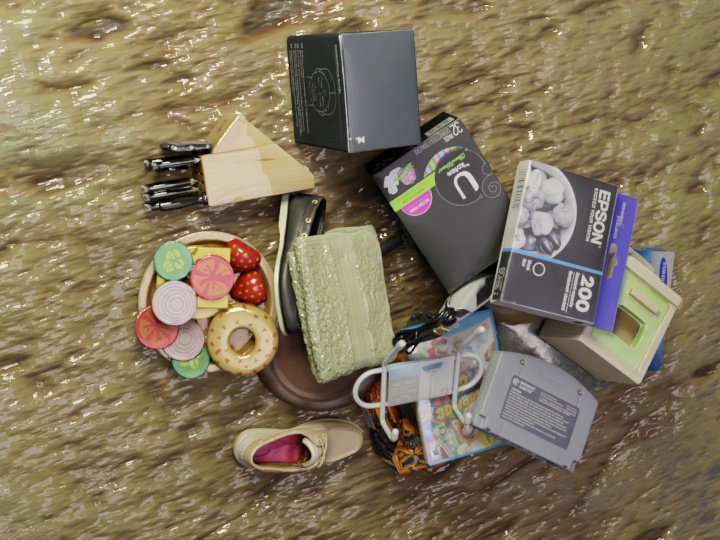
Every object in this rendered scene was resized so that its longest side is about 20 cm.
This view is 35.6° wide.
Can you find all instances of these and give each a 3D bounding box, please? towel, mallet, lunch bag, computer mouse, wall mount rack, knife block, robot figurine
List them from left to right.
[{"bbox_3d":[-0.186,-0.115,1.509,0.200,0.064,0.176,37,84,-25],"label":"knife block"},{"bbox_3d":[-0.021,0.043,1.520,0.148,0.036,0.201,-13,97,-35],"label":"towel"},{"bbox_3d":[0.000,0.000,1.631,0.199,0.041,0.066,-24,107,-22],"label":"mallet"},{"bbox_3d":[0.067,0.215,1.660,0.144,0.058,0.201,-18,102,20],"label":"robot figurine"},{"bbox_3d":[0.094,0.143,1.531,0.199,0.075,0.175,-9,122,-19],"label":"wall mount rack"},{"bbox_3d":[0.133,0.047,1.565,0.200,0.110,0.044,-32,87,-45],"label":"computer mouse"},{"bbox_3d":[0.283,0.121,1.733,0.199,0.117,0.165,-16,103,-25],"label":"lunch bag"}]

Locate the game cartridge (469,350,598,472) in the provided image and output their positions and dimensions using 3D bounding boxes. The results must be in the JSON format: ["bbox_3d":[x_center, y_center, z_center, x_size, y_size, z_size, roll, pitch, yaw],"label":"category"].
[{"bbox_3d":[0.256,0.200,1.641,0.199,0.041,0.134,28,79,-26],"label":"game cartridge"}]

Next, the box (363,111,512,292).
[{"bbox_3d":[0.122,-0.099,1.584,0.148,0.124,0.201,-33,104,2],"label":"box"}]

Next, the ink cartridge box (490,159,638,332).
[{"bbox_3d":[0.291,-0.030,1.539,0.199,0.043,0.199,13,85,-19],"label":"ink cartridge box"}]

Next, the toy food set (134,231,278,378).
[{"bbox_3d":[-0.207,0.047,1.523,0.197,0.049,0.201,1,97,-14],"label":"toy food set"}]

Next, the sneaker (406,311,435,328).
[{"bbox_3d":[0.133,0.150,1.698,0.071,0.098,0.201,-38,89,-14],"label":"sneaker"}]

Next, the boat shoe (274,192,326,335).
[{"bbox_3d":[-0.081,-0.011,1.533,0.063,0.074,0.203,1,72,10],"label":"boat shoe"}]

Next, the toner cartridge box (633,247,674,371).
[{"bbox_3d":[0.455,0.064,1.840,0.094,0.043,0.201,0,99,-25],"label":"toner cartridge box"}]

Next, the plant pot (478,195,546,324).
[{"bbox_3d":[0.233,-0.021,1.659,0.201,0.199,0.027,-57,159,-5],"label":"plant pot"}]

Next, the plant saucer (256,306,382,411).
[{"bbox_3d":[-0.058,0.112,1.585,0.199,0.037,0.202,0,105,-1],"label":"plant saucer"}]

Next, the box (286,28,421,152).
[{"bbox_3d":[-0.012,-0.241,1.488,0.106,0.200,0.149,-9,104,-22],"label":"box"}]

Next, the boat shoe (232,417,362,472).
[{"bbox_3d":[-0.081,0.260,1.622,0.199,0.069,0.074,-5,102,-23],"label":"boat shoe"}]

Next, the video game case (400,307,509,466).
[{"bbox_3d":[0.142,0.167,1.621,0.142,0.018,0.201,-12,95,-18],"label":"video game case"}]

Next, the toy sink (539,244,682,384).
[{"bbox_3d":[0.381,0.047,1.650,0.130,0.112,0.201,36,75,-21],"label":"toy sink"}]
